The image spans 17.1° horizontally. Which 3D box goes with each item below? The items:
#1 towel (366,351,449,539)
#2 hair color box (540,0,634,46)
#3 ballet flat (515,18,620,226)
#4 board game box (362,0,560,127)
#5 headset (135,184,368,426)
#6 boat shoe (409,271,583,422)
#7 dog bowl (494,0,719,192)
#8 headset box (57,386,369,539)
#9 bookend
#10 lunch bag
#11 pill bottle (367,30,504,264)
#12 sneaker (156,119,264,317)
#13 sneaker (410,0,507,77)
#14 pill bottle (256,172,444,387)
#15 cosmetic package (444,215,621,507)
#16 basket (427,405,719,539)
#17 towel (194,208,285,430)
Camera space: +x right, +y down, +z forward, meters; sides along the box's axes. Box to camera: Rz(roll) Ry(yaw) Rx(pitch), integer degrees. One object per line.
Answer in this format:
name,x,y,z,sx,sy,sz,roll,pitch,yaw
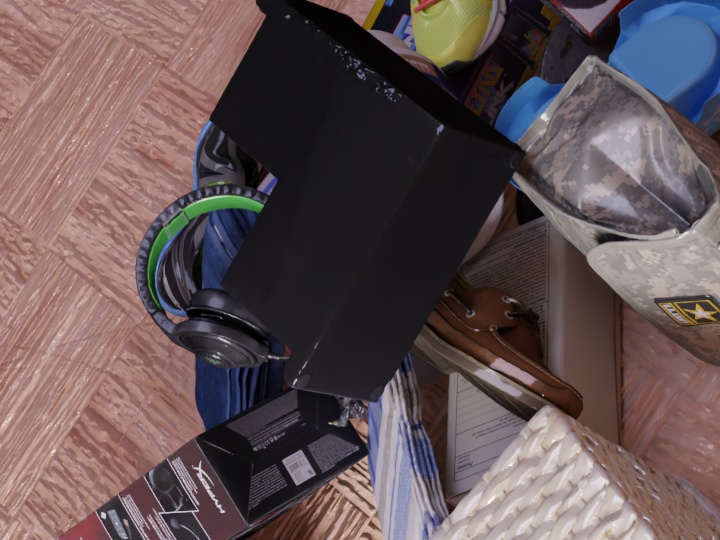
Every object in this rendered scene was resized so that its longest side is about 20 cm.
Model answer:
towel,0.034,0.156,1.667,0.200,0.024,0.147,-105,14,-46
hair color box,0.199,-0.271,1.737,0.200,0.101,0.061,-48,-6,0
ballet flat,0.154,-0.107,1.762,0.046,0.067,0.200,103,-179,-70
board game box,0.061,-0.164,1.900,0.165,0.057,0.200,19,79,53
headset,-0.070,0.028,1.710,0.123,0.094,0.200,-43,66,-9
boat shoe,0.085,0.042,1.593,0.068,0.072,0.200,-51,43,-7
dog bowl,0.188,-0.114,1.684,0.200,0.050,0.112,-37,51,-1
headset box,-0.113,0.169,1.756,0.200,0.149,0.077,-36,83,41
bookend,-0.026,-0.051,1.600,0.199,0.092,0.200,40,106,37
lunch bag,0.209,-0.024,1.543,0.118,0.164,0.200,-50,36,3
pill bottle,0.027,-0.093,1.739,0.111,0.111,0.200,-45,33,16
sneaker,-0.108,-0.052,2.006,0.083,0.071,0.200,14,80,46
sneaker,0.057,-0.236,1.837,0.078,0.090,0.200,-25,50,32
pill bottle,0.000,0.000,1.803,0.114,0.114,0.200,-51,38,9
cosmetic package,0.120,0.070,1.653,0.103,0.073,0.200,-23,49,36
basket,0.143,0.222,1.449,0.200,0.161,0.198,-49,37,9
towel,-0.095,0.044,1.837,0.112,0.048,0.200,-124,32,-48
